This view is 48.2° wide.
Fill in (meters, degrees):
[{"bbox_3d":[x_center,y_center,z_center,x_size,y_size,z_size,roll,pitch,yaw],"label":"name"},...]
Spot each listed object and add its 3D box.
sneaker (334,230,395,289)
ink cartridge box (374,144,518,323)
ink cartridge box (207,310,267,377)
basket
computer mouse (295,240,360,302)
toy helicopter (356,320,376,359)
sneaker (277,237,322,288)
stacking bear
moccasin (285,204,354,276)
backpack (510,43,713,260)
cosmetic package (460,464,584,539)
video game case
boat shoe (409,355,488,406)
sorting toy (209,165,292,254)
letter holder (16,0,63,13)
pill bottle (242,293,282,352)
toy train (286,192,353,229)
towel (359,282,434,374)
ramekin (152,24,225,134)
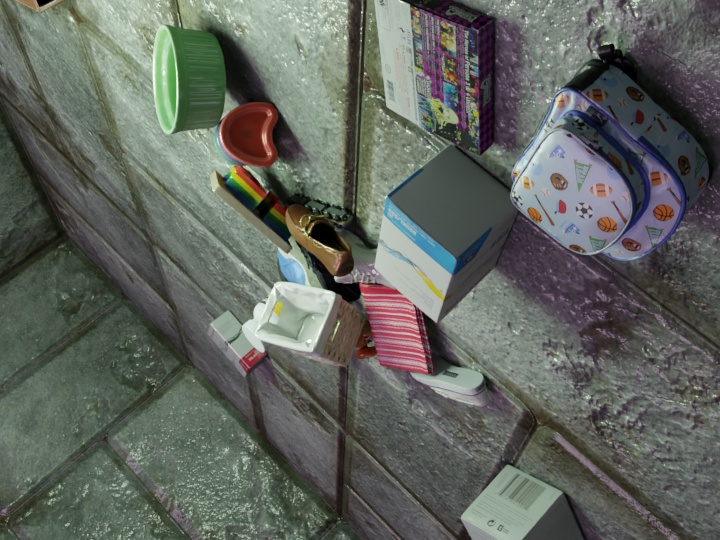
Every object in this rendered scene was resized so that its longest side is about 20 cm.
[{"bbox_3d":[0.000,0.000,1.576,0.199,0.099,0.078,28,149,41],"label":"sneaker"},{"bbox_3d":[0.125,-0.051,1.220,0.144,0.147,0.201,41,155,18],"label":"ink cartridge box"},{"bbox_3d":[-0.415,0.245,2.692,0.200,0.083,0.145,48,157,5],"label":"ink cartridge box"},{"bbox_3d":[-0.104,0.117,1.699,0.199,0.137,0.123,9,161,45],"label":"basket"},{"bbox_3d":[-0.074,0.005,1.692,0.200,0.053,0.139,44,-167,-37],"label":"computer mouse"},{"bbox_3d":[0.008,0.133,1.747,0.200,0.131,0.080,-34,63,49],"label":"toy helicopter"},{"bbox_3d":[-0.123,0.017,1.842,0.200,0.076,0.112,46,151,19],"label":"sneaker"},{"bbox_3d":[-0.238,-0.260,1.608,0.200,0.112,0.123,-175,86,-74],"label":"stacking bear"},{"bbox_3d":[-0.082,-0.072,1.554,0.202,0.073,0.078,51,146,40],"label":"moccasin"},{"bbox_3d":[0.274,-0.108,0.887,0.190,0.154,0.200,35,151,8],"label":"backpack"},{"bbox_3d":[0.349,0.559,1.699,0.164,0.165,0.201,15,139,54],"label":"cosmetic package"},{"bbox_3d":[0.099,-0.272,1.079,0.181,0.036,0.201,34,152,32],"label":"video game case"},{"bbox_3d":[0.180,0.228,1.639,0.199,0.072,0.066,8,130,46],"label":"boat shoe"},{"bbox_3d":[-0.216,-0.144,1.683,0.198,0.070,0.200,41,-176,-19],"label":"sorting toy"},{"bbox_3d":[-0.800,-0.726,1.927,0.199,0.100,0.143,31,148,37],"label":"letter holder"},{"bbox_3d":[-0.183,0.100,1.923,0.112,0.200,0.112,38,154,23],"label":"pill bottle"},{"bbox_3d":[-0.083,-0.118,1.631,0.199,0.034,0.046,21,146,48],"label":"toy train"},{"bbox_3d":[0.072,0.115,1.626,0.144,0.022,0.202,6,119,41],"label":"towel"},{"bbox_3d":[-0.327,-0.363,1.535,0.200,0.097,0.203,23,116,61],"label":"ramekin"}]
